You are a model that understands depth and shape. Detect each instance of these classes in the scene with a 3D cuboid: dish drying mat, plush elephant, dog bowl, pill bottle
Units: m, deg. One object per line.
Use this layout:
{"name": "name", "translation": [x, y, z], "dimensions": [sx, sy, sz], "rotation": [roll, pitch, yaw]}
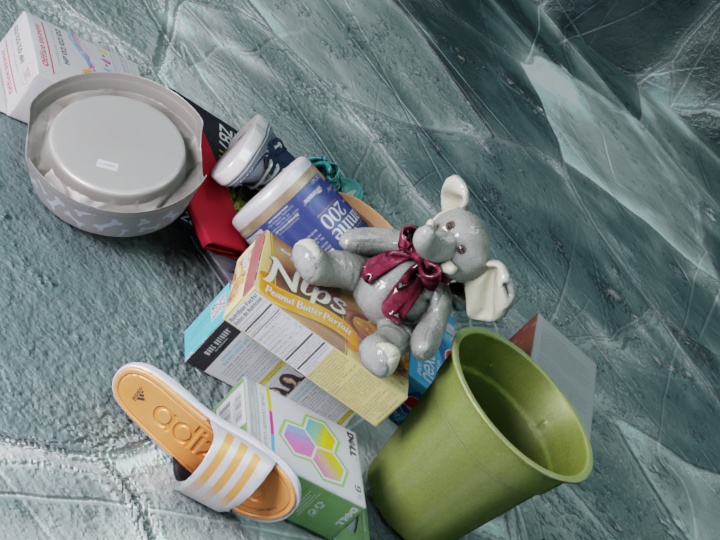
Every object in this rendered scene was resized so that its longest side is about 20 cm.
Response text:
{"name": "dish drying mat", "translation": [-0.179, -0.097, 1.459], "dimensions": [0.077, 0.018, 0.201], "rotation": [14, 41, -47]}
{"name": "plush elephant", "translation": [0.066, -0.004, 1.320], "dimensions": [0.200, 0.155, 0.165], "rotation": [-3, 53, -50]}
{"name": "dog bowl", "translation": [-0.258, -0.120, 1.378], "dimensions": [0.199, 0.059, 0.201], "rotation": [10, 49, -11]}
{"name": "pill bottle", "translation": [-0.037, -0.018, 1.436], "dimensions": [0.200, 0.111, 0.111], "rotation": [48, 24, -8]}

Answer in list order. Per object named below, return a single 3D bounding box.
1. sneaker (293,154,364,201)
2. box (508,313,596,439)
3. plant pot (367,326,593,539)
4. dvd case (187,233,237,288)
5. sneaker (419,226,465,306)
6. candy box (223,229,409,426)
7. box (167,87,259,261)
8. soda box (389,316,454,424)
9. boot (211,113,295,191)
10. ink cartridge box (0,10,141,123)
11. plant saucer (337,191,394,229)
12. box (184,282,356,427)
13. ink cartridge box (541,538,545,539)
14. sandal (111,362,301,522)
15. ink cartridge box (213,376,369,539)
{"name": "sneaker", "translation": [-0.052, -0.111, 1.741], "dimensions": [0.200, 0.080, 0.078], "rotation": [2, 48, -57]}
{"name": "box", "translation": [0.198, 0.172, 1.606], "dimensions": [0.106, 0.152, 0.200], "rotation": [41, 25, -7]}
{"name": "plant pot", "translation": [0.110, 0.195, 1.393], "dimensions": [0.200, 0.190, 0.200], "rotation": [35, 27, -21]}
{"name": "dvd case", "translation": [-0.136, -0.020, 1.550], "dimensions": [0.200, 0.016, 0.148], "rotation": [55, 26, 19]}
{"name": "sneaker", "translation": [0.098, 0.000, 1.819], "dimensions": [0.199, 0.077, 0.089], "rotation": [15, 46, -43]}
{"name": "candy box", "translation": [-0.040, 0.058, 1.335], "dimensions": [0.200, 0.055, 0.116], "rotation": [36, 26, -17]}
{"name": "box", "translation": [-0.179, -0.111, 1.546], "dimensions": [0.161, 0.049, 0.200], "rotation": [33, 29, -27]}
{"name": "soda box", "translation": [0.070, 0.110, 1.610], "dimensions": [0.068, 0.064, 0.200], "rotation": [38, 27, -15]}
{"name": "boot", "translation": [-0.110, -0.119, 1.510], "dimensions": [0.090, 0.073, 0.200], "rotation": [45, 18, -12]}
{"name": "ink cartridge box", "translation": [-0.339, -0.213, 1.470], "dimensions": [0.200, 0.068, 0.115], "rotation": [21, 34, -41]}
{"name": "plant saucer", "translation": [0.000, 0.000, 1.556], "dimensions": [0.032, 0.200, 0.200], "rotation": [-36, 80, -27]}
{"name": "box", "translation": [-0.082, 0.097, 1.376], "dimensions": [0.200, 0.082, 0.049], "rotation": [32, 27, -28]}
{"name": "ink cartridge box", "translation": [0.253, 0.404, 1.470], "dimensions": [0.200, 0.041, 0.200], "rotation": [49, 25, 7]}
{"name": "sandal", "translation": [-0.151, 0.168, 1.181], "dimensions": [0.206, 0.079, 0.059], "rotation": [37, 26, 2]}
{"name": "ink cartridge box", "translation": [-0.051, 0.197, 1.298], "dimensions": [0.200, 0.059, 0.104], "rotation": [31, 28, -27]}
